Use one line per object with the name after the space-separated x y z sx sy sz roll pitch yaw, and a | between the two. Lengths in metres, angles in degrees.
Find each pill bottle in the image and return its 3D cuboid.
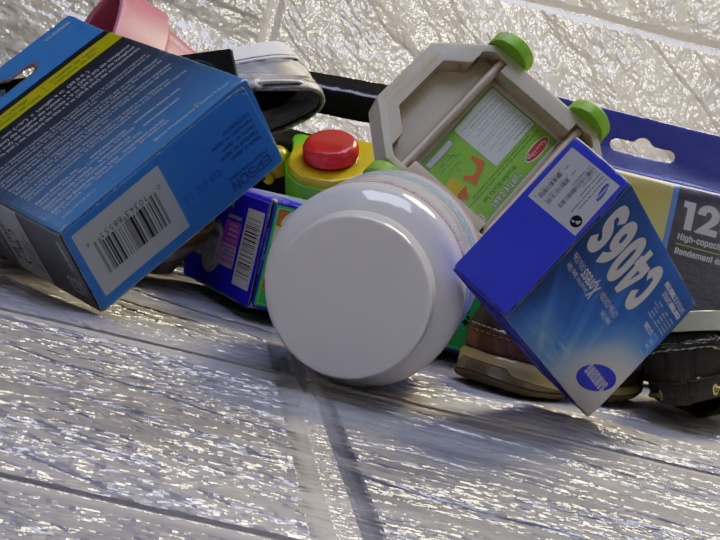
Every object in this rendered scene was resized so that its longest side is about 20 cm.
0.007 0.004 1.102 0.108 0.109 0.200 14 8 6 | pill bottle

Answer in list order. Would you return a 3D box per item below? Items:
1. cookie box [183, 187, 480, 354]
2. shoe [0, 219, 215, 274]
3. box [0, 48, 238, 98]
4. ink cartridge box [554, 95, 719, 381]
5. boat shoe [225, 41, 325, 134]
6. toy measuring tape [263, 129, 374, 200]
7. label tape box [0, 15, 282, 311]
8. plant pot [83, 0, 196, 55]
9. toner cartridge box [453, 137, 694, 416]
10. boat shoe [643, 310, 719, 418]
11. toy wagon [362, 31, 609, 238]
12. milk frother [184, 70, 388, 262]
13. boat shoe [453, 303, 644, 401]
0.000 0.000 1.371 0.199 0.076 0.171 12 3 -20 | cookie box
-0.180 -0.022 1.304 0.199 0.053 0.070 1 49 -45 | shoe
-0.185 -0.087 1.342 0.199 0.044 0.160 -9 -13 -13 | box
0.196 -0.024 1.495 0.196 0.201 0.047 13 -11 2 | ink cartridge box
-0.119 -0.113 1.495 0.199 0.072 0.068 -16 47 -29 | boat shoe
0.013 -0.057 1.471 0.199 0.074 0.074 14 4 18 | toy measuring tape
-0.162 -0.069 1.201 0.200 0.144 0.063 25 -31 49 | label tape box
-0.195 -0.134 1.882 0.178 0.201 0.200 29 -1 -21 | plant pot
0.122 0.009 1.108 0.043 0.095 0.200 44 0 26 | toner cartridge box
0.221 0.067 1.331 0.071 0.061 0.201 -5 -9 17 | boat shoe
0.099 -0.060 1.317 0.200 0.155 0.040 42 -30 4 | toy wagon
-0.036 -0.040 1.600 0.187 0.181 0.201 14 47 6 | milk frother
0.132 0.043 1.284 0.072 0.068 0.200 16 5 32 | boat shoe
